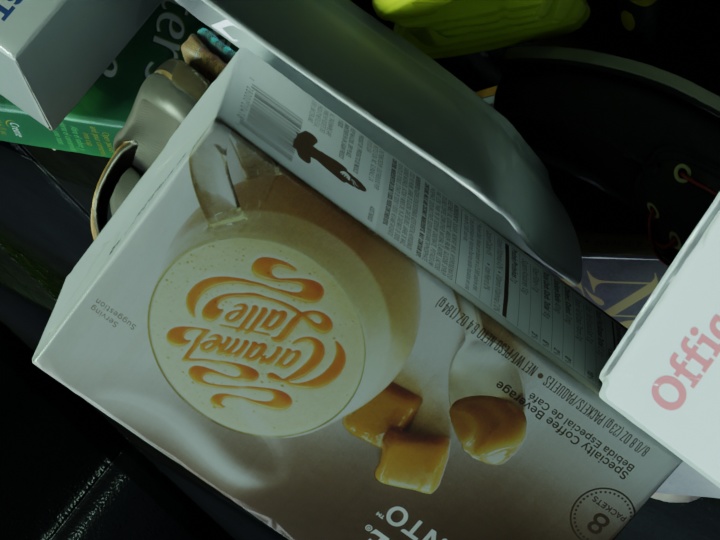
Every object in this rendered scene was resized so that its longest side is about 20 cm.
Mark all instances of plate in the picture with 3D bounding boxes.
[{"bbox_3d":[-0.005,-0.073,0.928,0.199,0.032,0.200,36,180,15],"label":"plate"}]

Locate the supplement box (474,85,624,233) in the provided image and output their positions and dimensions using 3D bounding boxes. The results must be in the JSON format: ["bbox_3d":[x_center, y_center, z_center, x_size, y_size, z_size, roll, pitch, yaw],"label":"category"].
[{"bbox_3d":[0.056,-0.038,1.159,0.066,0.069,0.200,20,175,-16],"label":"supplement box"}]

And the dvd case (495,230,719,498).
[{"bbox_3d":[0.128,0.042,1.042,0.199,0.016,0.149,2,136,27],"label":"dvd case"}]

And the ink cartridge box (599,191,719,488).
[{"bbox_3d":[0.199,0.034,0.825,0.200,0.083,0.146,37,131,9],"label":"ink cartridge box"}]

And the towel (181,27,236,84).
[{"bbox_3d":[0.000,0.000,1.047,0.146,0.022,0.201,36,158,34],"label":"towel"}]

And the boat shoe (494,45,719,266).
[{"bbox_3d":[0.131,-0.026,0.935,0.200,0.063,0.074,25,174,21],"label":"boat shoe"}]

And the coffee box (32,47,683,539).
[{"bbox_3d":[0.002,0.033,0.901,0.199,0.115,0.080,36,-159,-11],"label":"coffee box"}]

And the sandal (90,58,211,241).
[{"bbox_3d":[-0.078,-0.018,1.059,0.082,0.055,0.200,38,159,5],"label":"sandal"}]

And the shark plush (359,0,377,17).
[{"bbox_3d":[-0.008,-0.145,0.991,0.083,0.091,0.200,-11,131,33],"label":"shark plush"}]

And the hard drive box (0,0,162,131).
[{"bbox_3d":[-0.163,-0.183,1.086,0.199,0.156,0.077,34,167,16],"label":"hard drive box"}]

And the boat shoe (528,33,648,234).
[{"bbox_3d":[0.134,-0.013,1.043,0.200,0.065,0.072,40,167,-9],"label":"boat shoe"}]

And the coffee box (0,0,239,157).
[{"bbox_3d":[-0.119,-0.114,1.121,0.198,0.124,0.044,10,160,8],"label":"coffee box"}]

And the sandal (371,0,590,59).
[{"bbox_3d":[0.039,-0.126,0.925,0.200,0.079,0.088,61,-162,-85],"label":"sandal"}]

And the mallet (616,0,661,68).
[{"bbox_3d":[0.090,-0.108,0.902,0.066,0.041,0.200,38,172,6],"label":"mallet"}]

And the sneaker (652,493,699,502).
[{"bbox_3d":[0.086,0.035,1.148,0.199,0.072,0.080,23,154,-2],"label":"sneaker"}]
